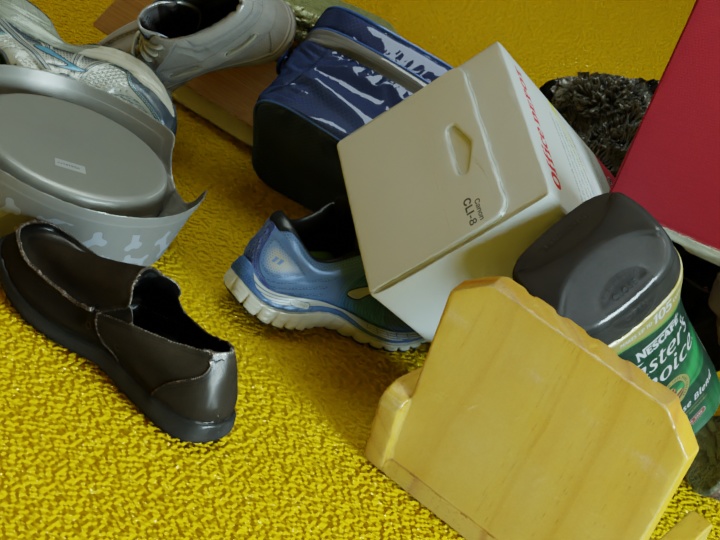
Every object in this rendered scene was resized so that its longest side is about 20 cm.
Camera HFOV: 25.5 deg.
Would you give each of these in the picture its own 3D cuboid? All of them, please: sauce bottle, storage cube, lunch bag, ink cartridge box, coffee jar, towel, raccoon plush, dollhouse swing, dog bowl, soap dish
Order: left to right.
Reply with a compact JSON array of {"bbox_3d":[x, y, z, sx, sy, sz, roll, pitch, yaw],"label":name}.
[{"bbox_3d":[-0.209,-0.070,1.120,0.198,0.059,0.201,21,25,-10],"label":"dog bowl"},{"bbox_3d":[-0.117,-0.197,1.434,0.199,0.082,0.157,33,24,17],"label":"soap dish"},{"bbox_3d":[-0.045,-0.220,1.389,0.198,0.037,0.149,19,16,-19],"label":"towel"},{"bbox_3d":[0.010,-0.116,1.283,0.199,0.136,0.133,32,64,10],"label":"lunch bag"},{"bbox_3d":[0.101,-0.027,1.119,0.200,0.144,0.146,41,27,-45],"label":"ink cartridge box"},{"bbox_3d":[0.133,0.095,0.995,0.199,0.177,0.181,35,26,21],"label":"dollhouse swing"},{"bbox_3d":[0.168,0.042,1.031,0.085,0.104,0.201,46,-8,40],"label":"coffee jar"},{"bbox_3d":[0.214,-0.090,1.304,0.198,0.136,0.096,-9,-16,33],"label":"raccoon plush"},{"bbox_3d":[0.309,-0.081,1.126,0.199,0.182,0.170,26,3,33],"label":"storage cube"},{"bbox_3d":[0.340,0.158,1.214,0.198,0.065,0.065,16,26,-27],"label":"sauce bottle"}]

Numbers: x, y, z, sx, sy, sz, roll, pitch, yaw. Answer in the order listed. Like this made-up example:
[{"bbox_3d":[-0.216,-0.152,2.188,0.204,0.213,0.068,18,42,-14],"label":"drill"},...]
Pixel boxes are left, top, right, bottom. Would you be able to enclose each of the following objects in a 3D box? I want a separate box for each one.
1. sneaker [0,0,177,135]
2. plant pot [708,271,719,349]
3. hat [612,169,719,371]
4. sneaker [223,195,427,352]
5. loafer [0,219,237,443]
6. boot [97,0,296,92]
[{"bbox_3d":[-0.238,-0.138,1.233,0.198,0.078,0.087,27,42,7],"label":"sneaker"},{"bbox_3d":[0.345,0.080,1.189,0.199,0.094,0.201,20,13,-4],"label":"plant pot"},{"bbox_3d":[0.253,-0.014,1.305,0.199,0.202,0.081,22,19,-9],"label":"hat"},{"bbox_3d":[0.000,0.000,1.151,0.199,0.090,0.079,9,29,-43],"label":"sneaker"},{"bbox_3d":[-0.144,0.022,0.987,0.199,0.072,0.073,36,26,19],"label":"loafer"},{"bbox_3d":[-0.156,-0.187,1.256,0.095,0.198,0.075,21,57,-63],"label":"boot"}]
